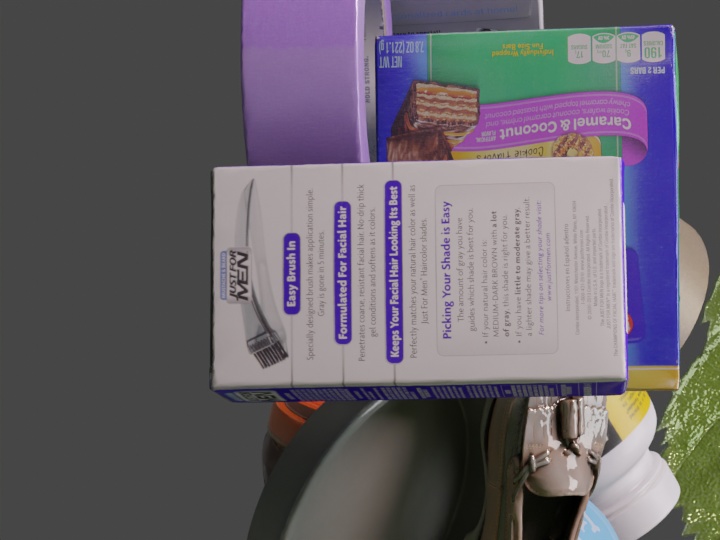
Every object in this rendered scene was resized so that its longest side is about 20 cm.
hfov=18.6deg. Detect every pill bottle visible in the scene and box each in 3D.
[{"bbox_3d":[0.114,0.077,1.375,0.201,0.112,0.112,57,13,-10],"label":"pill bottle"}]

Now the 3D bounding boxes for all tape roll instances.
[{"bbox_3d":[-0.021,-0.108,1.250,0.200,0.065,0.202,0,90,-83],"label":"tape roll"}]

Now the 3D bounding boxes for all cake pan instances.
[{"bbox_3d":[0.012,0.136,1.172,0.200,0.037,0.201,-26,129,-38],"label":"cake pan"}]

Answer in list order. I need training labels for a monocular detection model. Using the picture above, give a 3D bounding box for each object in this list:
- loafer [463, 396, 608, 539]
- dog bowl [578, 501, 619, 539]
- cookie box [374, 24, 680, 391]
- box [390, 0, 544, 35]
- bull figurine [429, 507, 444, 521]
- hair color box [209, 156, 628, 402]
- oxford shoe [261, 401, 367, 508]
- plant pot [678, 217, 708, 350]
[{"bbox_3d":[0.100,0.122,1.176,0.063,0.072,0.201,37,-60,52],"label":"loafer"},{"bbox_3d":[0.065,0.208,1.337,0.112,0.199,0.050,61,22,3],"label":"dog bowl"},{"bbox_3d":[0.095,-0.033,1.237,0.075,0.170,0.201,-12,100,-81],"label":"cookie box"},{"bbox_3d":[0.036,-0.171,1.370,0.200,0.155,0.041,78,10,-56],"label":"box"},{"bbox_3d":[0.006,0.150,1.313,0.065,0.121,0.201,46,25,-34],"label":"bull figurine"},{"bbox_3d":[0.029,0.006,1.064,0.065,0.199,0.110,64,26,-79],"label":"hair color box"},{"bbox_3d":[-0.024,0.096,1.254,0.200,0.071,0.073,-37,145,-76],"label":"oxford shoe"},{"bbox_3d":[0.115,-0.020,1.574,0.200,0.187,0.188,41,35,-29],"label":"plant pot"}]
